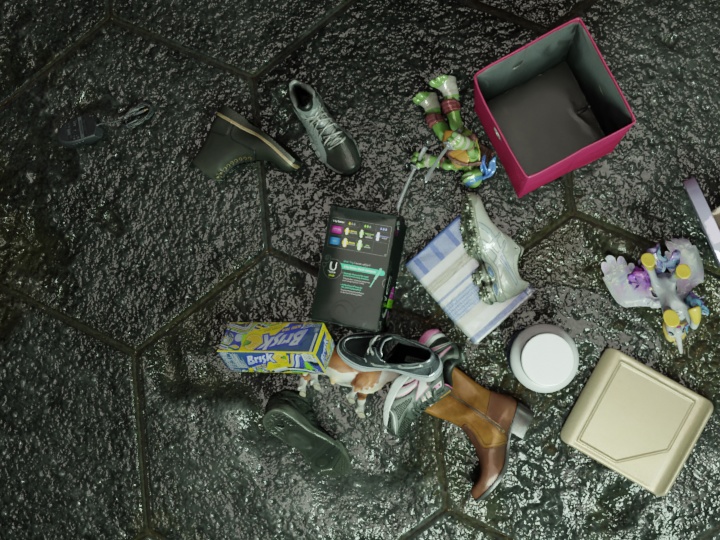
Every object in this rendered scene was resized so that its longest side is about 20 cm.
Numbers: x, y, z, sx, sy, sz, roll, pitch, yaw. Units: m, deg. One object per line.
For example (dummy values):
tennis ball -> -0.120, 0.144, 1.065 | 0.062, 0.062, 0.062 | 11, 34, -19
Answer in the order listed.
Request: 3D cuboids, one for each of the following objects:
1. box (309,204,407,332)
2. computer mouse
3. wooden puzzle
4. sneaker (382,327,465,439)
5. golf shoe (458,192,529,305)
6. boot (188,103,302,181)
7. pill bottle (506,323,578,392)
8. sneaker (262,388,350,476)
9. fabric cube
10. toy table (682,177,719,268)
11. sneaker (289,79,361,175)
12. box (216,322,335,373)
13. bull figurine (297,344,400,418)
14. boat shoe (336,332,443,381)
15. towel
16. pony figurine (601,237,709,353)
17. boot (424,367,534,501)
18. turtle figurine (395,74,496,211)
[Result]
box -> 0.000, 0.000, 1.363 | 0.123, 0.149, 0.202 | 9, 87, 10
computer mouse -> -0.500, -0.285, 1.521 | 0.198, 0.034, 0.059 | -15, 67, 2
wooden puzzle -> 0.474, 0.260, 1.335 | 0.199, 0.037, 0.186 | 29, 91, 14
sneaker -> 0.112, 0.202, 1.331 | 0.086, 0.080, 0.201 | 24, 87, 34
golf shoe -> 0.235, -0.045, 1.358 | 0.096, 0.078, 0.202 | -14, 89, -9
boot -> -0.218, -0.205, 1.455 | 0.199, 0.077, 0.139 | 36, 96, 22
pill bottle -> 0.301, 0.144, 1.282 | 0.110, 0.200, 0.112 | -1, 86, 9
sneaker -> -0.092, 0.284, 1.396 | 0.199, 0.114, 0.076 | 41, 109, -18
fabric cube -> 0.317, -0.266, 1.312 | 0.199, 0.199, 0.197 | -27, 83, 5
toy table -> 0.629, -0.077, 1.272 | 0.116, 0.184, 0.201 | -23, 95, 22
sneaker -> -0.075, -0.265, 1.410 | 0.075, 0.115, 0.201 | -37, 81, 4
box -> -0.151, 0.137, 1.379 | 0.198, 0.065, 0.070 | -1, 48, 24
bull figurine -> -0.016, 0.187, 1.383 | 0.198, 0.065, 0.122 | 14, 49, 17
boat shoe -> 0.041, 0.138, 1.315 | 0.199, 0.068, 0.072 | 13, 65, 30
towel -> 0.197, 0.016, 1.396 | 0.147, 0.024, 0.200 | -42, 81, 3
pony figurine -> 0.504, 0.031, 1.284 | 0.165, 0.200, 0.195 | -19, 68, 13
boot -> 0.178, 0.279, 1.357 | 0.199, 0.068, 0.189 | 28, 90, 10
turtle figurine -> 0.133, -0.232, 1.365 | 0.198, 0.144, 0.196 | -16, 80, 3
